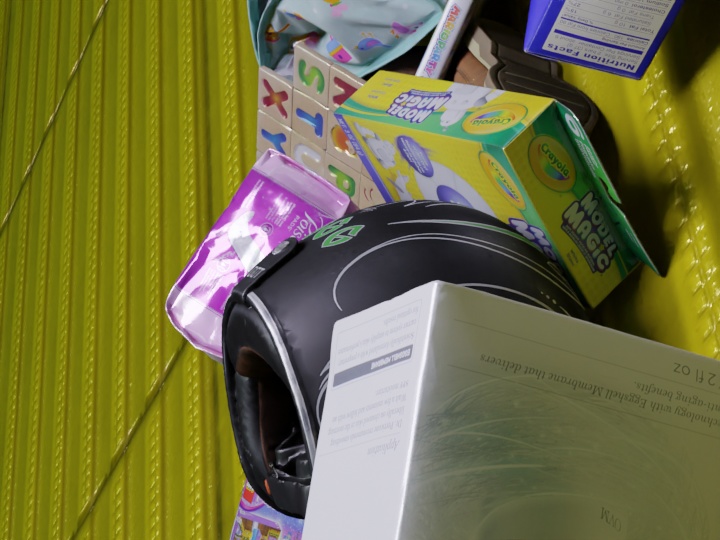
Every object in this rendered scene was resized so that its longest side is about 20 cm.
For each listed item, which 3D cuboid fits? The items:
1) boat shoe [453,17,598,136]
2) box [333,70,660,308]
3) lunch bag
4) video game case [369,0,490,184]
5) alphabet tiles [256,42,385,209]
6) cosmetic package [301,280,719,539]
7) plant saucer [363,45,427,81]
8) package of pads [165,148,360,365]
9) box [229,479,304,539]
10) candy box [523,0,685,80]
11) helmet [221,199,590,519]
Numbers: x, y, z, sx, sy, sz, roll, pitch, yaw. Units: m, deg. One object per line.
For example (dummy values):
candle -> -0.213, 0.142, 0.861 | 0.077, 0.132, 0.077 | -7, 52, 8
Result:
boat shoe -> 0.095, -0.091, 1.251 | 0.200, 0.071, 0.068 | -96, 28, -68
box -> 0.077, -0.046, 1.149 | 0.048, 0.118, 0.199 | -43, 29, -21
lunch bag -> 0.008, -0.225, 1.444 | 0.200, 0.122, 0.171 | -36, 22, 58
video game case -> 0.065, -0.161, 1.356 | 0.201, 0.018, 0.143 | -66, -5, 23
alphabet tiles -> 0.001, -0.050, 1.336 | 0.199, 0.006, 0.167 | 34, 136, 32
cosmetic package -> 0.082, 0.133, 0.929 | 0.123, 0.198, 0.202 | 156, 126, -64
plant saucer -> -0.013, -0.082, 1.478 | 0.201, 0.032, 0.200 | -59, 8, 13
package of pads -> -0.036, 0.016, 1.239 | 0.121, 0.075, 0.200 | -57, -21, -4
box -> -0.051, 0.218, 1.445 | 0.200, 0.039, 0.138 | -160, 85, -70
candy box -> 0.157, -0.230, 1.088 | 0.200, 0.076, 0.170 | 115, 168, -52
helmet -> 0.037, 0.062, 1.092 | 0.200, 0.189, 0.202 | 165, 90, -72
